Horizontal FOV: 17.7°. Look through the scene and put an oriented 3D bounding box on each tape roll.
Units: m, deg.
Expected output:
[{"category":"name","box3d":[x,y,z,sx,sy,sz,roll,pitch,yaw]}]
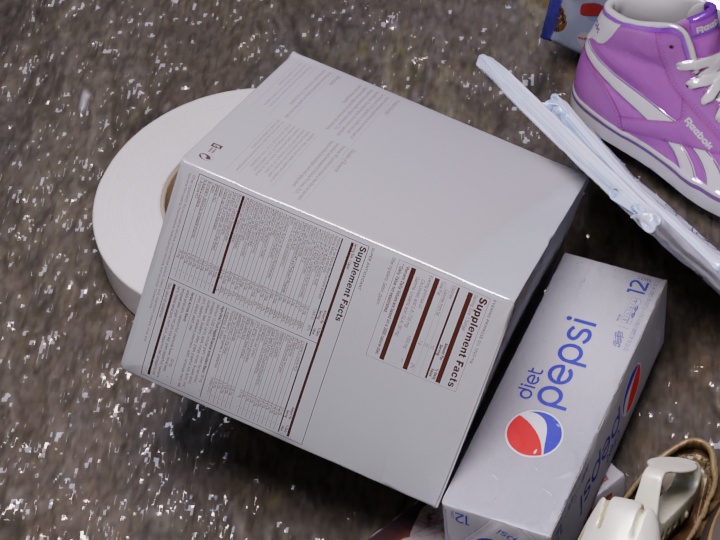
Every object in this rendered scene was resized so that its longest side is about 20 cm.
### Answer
[{"category":"tape roll","box3d":[-0.077,-0.039,1.532,0.202,0.037,0.203,-5,49,6]}]

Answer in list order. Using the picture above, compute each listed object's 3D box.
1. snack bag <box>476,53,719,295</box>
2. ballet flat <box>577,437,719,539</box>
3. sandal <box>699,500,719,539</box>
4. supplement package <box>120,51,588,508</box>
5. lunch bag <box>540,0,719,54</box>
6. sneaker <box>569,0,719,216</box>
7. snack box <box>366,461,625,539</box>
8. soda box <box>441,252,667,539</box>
[{"category":"snack bag","box3d":[0.165,-0.050,1.408,0.021,0.200,0.189,-47,52,8]},{"category":"ballet flat","box3d":[0.154,0.146,1.262,0.068,0.072,0.200,15,27,26]},{"category":"sandal","box3d":[0.242,0.147,1.289,0.055,0.082,0.200,-18,29,44]},{"category":"supplement package","box3d":[0.000,0.000,1.344,0.200,0.147,0.191,23,29,8]},{"category":"lunch bag","box3d":[0.241,-0.224,1.568,0.170,0.124,0.200,27,54,10]},{"category":"sneaker","box3d":[0.229,-0.106,1.471,0.200,0.114,0.073,29,45,15]},{"category":"snack box","box3d":[0.058,0.161,1.347,0.200,0.024,0.072,-35,54,-20]},{"category":"soda box","box3d":[0.115,0.086,1.343,0.068,0.064,0.200,15,53,18]}]
